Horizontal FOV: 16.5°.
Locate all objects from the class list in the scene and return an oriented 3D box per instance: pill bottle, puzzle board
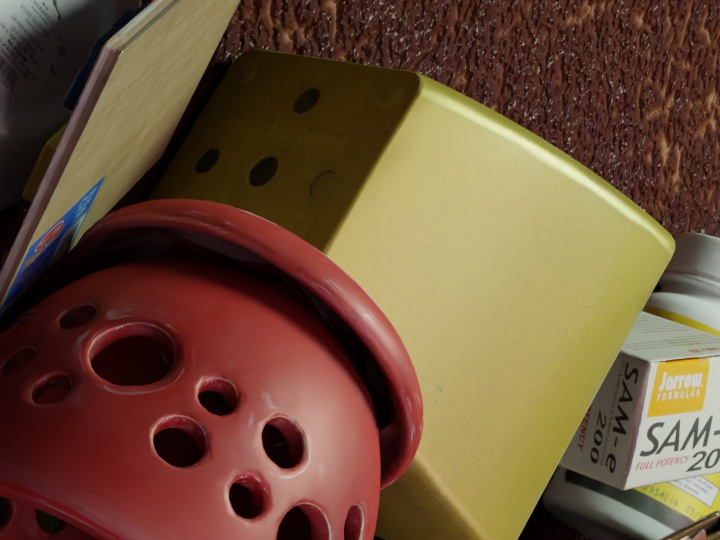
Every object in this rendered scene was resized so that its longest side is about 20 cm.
[{"bbox_3d":[0.207,0.085,1.611,0.114,0.114,0.201,39,73,-53],"label":"pill bottle"},{"bbox_3d":[-0.101,-0.074,1.087,0.151,0.017,0.200,-60,177,31],"label":"puzzle board"}]

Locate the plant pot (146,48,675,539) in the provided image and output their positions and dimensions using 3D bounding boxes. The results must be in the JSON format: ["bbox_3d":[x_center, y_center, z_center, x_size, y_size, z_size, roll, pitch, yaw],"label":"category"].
[{"bbox_3d":[0.000,0.000,1.233,0.176,0.199,0.201,47,67,-40],"label":"plant pot"}]

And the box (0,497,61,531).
[{"bbox_3d":[-0.169,0.105,1.158,0.200,0.047,0.123,-38,133,-39],"label":"box"}]

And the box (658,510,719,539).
[{"bbox_3d":[0.146,0.234,1.549,0.163,0.021,0.200,-25,154,-18],"label":"box"}]

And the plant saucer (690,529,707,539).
[{"bbox_3d":[0.114,0.257,1.415,0.199,0.037,0.200,-33,162,-48],"label":"plant saucer"}]

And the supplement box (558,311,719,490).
[{"bbox_3d":[0.101,0.053,1.375,0.126,0.199,0.074,-2,107,-53],"label":"supplement box"}]

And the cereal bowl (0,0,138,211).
[{"bbox_3d":[-0.160,-0.110,1.043,0.200,0.083,0.201,-30,129,-46],"label":"cereal bowl"}]

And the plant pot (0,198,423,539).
[{"bbox_3d":[-0.080,0.088,1.068,0.183,0.199,0.201,-55,143,-35],"label":"plant pot"}]
